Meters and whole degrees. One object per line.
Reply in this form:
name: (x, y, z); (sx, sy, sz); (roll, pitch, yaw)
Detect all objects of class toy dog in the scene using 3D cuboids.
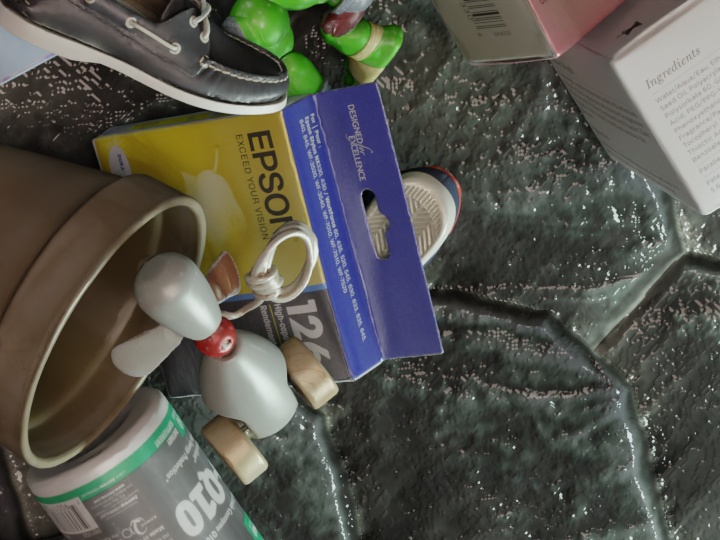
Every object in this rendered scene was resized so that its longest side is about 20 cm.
toy dog: (-0.095, 0.044, 1.443); (0.132, 0.096, 0.200); (-29, 133, -24)

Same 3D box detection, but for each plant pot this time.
plant pot: (-0.225, -0.001, 1.442); (0.173, 0.200, 0.200); (31, 97, 14)

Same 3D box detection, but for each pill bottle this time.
pill bottle: (-0.135, 0.190, 1.550); (0.113, 0.113, 0.200); (-33, 109, -2)

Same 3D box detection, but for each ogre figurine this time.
ogre figurine: (-0.018, -0.197, 1.487); (0.120, 0.098, 0.200); (23, 110, -28)

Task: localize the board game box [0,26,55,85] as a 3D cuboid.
board game box: (-0.239, -0.229, 1.421); (0.199, 0.041, 0.200); (-32, 110, -27)

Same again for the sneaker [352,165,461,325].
sneaker: (0.000, 0.000, 1.558); (0.200, 0.085, 0.075); (-40, 93, 25)

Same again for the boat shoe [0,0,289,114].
boat shoe: (-0.131, -0.156, 1.409); (0.200, 0.074, 0.060); (19, 116, -16)

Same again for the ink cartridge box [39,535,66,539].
ink cartridge box: (-0.265, 0.300, 1.584); (0.162, 0.057, 0.200); (-12, 101, -10)

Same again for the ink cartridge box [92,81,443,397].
ink cartridge box: (-0.063, -0.016, 1.501); (0.200, 0.047, 0.198); (-7, 107, 25)

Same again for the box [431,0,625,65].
box: (0.137, -0.243, 1.468); (0.200, 0.109, 0.128); (-41, 111, -23)

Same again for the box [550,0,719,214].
box: (0.246, -0.162, 1.498); (0.200, 0.199, 0.131); (-35, 109, -2)
